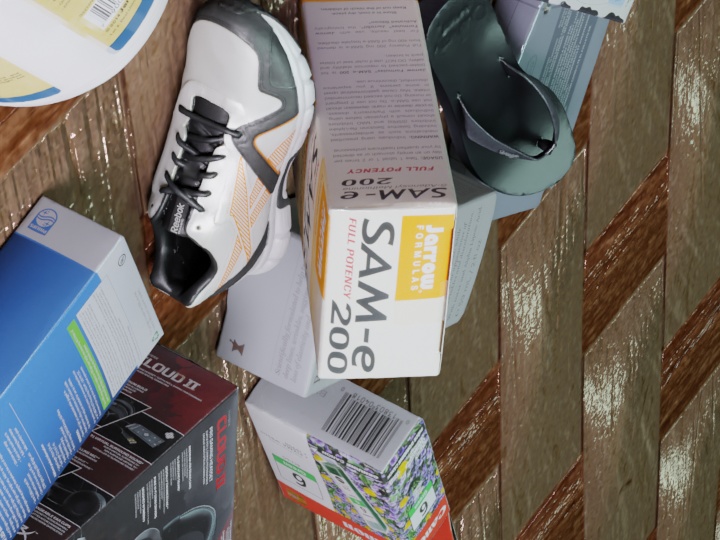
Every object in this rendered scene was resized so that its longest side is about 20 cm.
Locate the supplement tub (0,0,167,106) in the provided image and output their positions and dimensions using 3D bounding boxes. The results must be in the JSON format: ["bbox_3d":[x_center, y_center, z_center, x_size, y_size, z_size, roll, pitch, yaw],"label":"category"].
[{"bbox_3d":[-0.175,-0.159,1.237,0.145,0.144,0.200,-64,157,-1],"label":"supplement tub"}]

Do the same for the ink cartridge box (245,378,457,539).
[{"bbox_3d":[-0.002,0.138,1.933,0.050,0.109,0.200,-54,154,-21],"label":"ink cartridge box"}]

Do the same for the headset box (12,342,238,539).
[{"bbox_3d":[-0.146,0.147,1.688,0.200,0.077,0.149,-40,146,-41],"label":"headset box"}]

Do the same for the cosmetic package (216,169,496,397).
[{"bbox_3d":[0.000,0.000,1.848,0.200,0.074,0.102,-27,136,-56],"label":"cosmetic package"}]

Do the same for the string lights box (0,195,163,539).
[{"bbox_3d":[-0.190,0.073,1.544,0.200,0.059,0.103,-54,154,-22],"label":"string lights box"}]

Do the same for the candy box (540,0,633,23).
[{"bbox_3d":[0.057,-0.208,1.639,0.200,0.167,0.072,2,113,-64],"label":"candy box"}]

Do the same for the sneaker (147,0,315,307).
[{"bbox_3d":[-0.076,-0.061,1.630,0.080,0.073,0.201,-38,145,-39],"label":"sneaker"}]

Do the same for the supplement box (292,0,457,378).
[{"bbox_3d":[0.004,-0.051,1.674,0.201,0.073,0.127,-99,-170,-49],"label":"supplement box"}]

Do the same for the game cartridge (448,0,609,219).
[{"bbox_3d":[0.116,-0.133,2.003,0.133,0.040,0.201,-21,132,-62],"label":"game cartridge"}]

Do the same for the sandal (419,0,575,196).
[{"bbox_3d":[0.089,-0.107,1.904,0.076,0.043,0.200,-50,140,-7],"label":"sandal"}]
